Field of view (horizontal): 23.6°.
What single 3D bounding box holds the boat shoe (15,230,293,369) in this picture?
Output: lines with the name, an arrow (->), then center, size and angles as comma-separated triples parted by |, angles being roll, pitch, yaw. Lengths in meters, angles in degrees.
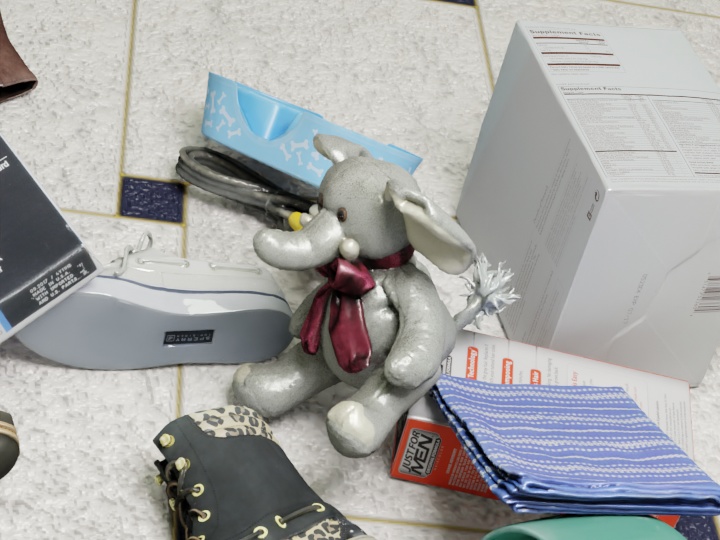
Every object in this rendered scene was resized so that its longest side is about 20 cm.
boat shoe -> -0.147, 0.013, 1.197 | 0.200, 0.075, 0.087 | 0, 42, -21

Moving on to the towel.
towel -> 0.130, 0.102, 1.062 | 0.143, 0.024, 0.200 | 4, 15, -13

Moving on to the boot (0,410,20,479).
boot -> -0.281, 0.163, 0.987 | 0.198, 0.078, 0.139 | -16, 51, -15

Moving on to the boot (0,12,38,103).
boot -> -0.316, -0.204, 1.423 | 0.166, 0.073, 0.199 | 46, 46, 16

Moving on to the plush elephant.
plush elephant -> 0.000, 0.000, 1.117 | 0.199, 0.156, 0.164 | -33, 24, -16

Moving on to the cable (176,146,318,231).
cable -> -0.049, -0.053, 1.315 | 0.200, 0.051, 0.097 | 39, 38, 27

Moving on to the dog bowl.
dog bowl -> -0.044, -0.098, 1.330 | 0.199, 0.050, 0.111 | 25, 6, 37

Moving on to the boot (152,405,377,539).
boot -> -0.099, 0.163, 1.041 | 0.202, 0.074, 0.154 | -12, 43, -35

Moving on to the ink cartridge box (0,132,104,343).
ink cartridge box -> -0.302, -0.014, 1.141 | 0.197, 0.044, 0.200 | -36, 56, -11

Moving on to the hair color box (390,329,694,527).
hair color box -> 0.125, 0.108, 1.185 | 0.198, 0.062, 0.102 | 14, 40, -3

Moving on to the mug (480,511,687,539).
mug -> 0.135, 0.205, 1.002 | 0.113, 0.153, 0.186 | -4, 42, -29

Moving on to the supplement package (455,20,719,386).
supplement package -> 0.185, -0.049, 1.285 | 0.145, 0.193, 0.201 | 0, 42, -19
